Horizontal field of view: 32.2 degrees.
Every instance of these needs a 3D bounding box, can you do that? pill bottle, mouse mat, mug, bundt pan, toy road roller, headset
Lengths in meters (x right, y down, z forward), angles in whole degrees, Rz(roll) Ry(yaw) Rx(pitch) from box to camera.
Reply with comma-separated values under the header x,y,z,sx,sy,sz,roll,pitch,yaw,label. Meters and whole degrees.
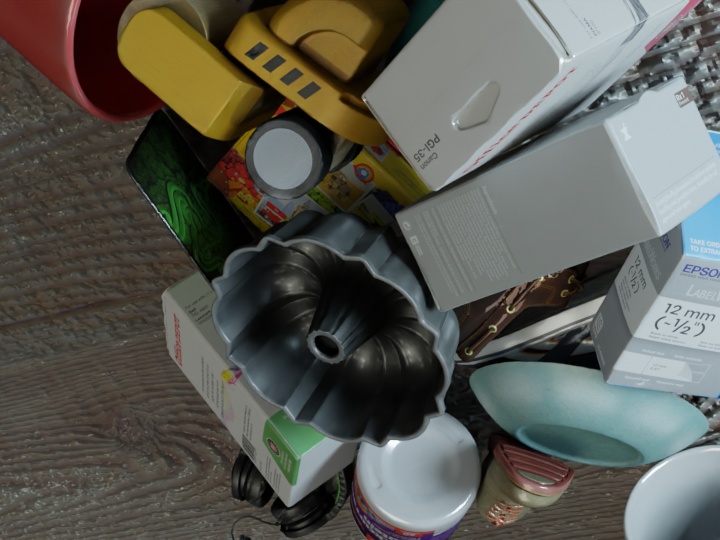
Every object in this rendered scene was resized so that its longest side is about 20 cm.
x,y,z,sx,sy,sz,roll,pitch,yaw,label
0.046,0.207,1.173,0.111,0.112,0.200,29,159,9,pill bottle
-0.139,-0.053,1.068,0.008,0.200,0.161,-31,108,11,mouse mat
0.335,0.251,1.054,0.200,0.148,0.176,-18,130,7,mug
-0.010,0.037,0.961,0.201,0.076,0.202,17,132,20,bundt pan
-0.056,-0.159,0.886,0.200,0.123,0.146,38,112,3,toy road roller
-0.091,0.245,1.331,0.123,0.094,0.200,36,124,2,headset

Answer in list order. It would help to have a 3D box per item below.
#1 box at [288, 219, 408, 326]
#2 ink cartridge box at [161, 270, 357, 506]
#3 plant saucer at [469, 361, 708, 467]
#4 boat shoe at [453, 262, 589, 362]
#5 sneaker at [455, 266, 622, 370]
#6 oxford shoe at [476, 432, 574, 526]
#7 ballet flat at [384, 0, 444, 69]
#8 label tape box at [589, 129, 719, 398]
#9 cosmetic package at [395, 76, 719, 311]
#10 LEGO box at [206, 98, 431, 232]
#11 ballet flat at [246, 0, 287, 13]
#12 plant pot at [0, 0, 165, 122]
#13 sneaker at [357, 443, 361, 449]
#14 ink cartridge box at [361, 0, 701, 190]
x,y,z,sx,sy,sz,roll,pitch,yaw,label
0.000,0.000,1.008,0.200,0.039,0.041,-24,112,42,box
-0.091,0.100,1.155,0.200,0.084,0.145,49,158,18,ink cartridge box
0.185,0.129,1.040,0.200,0.039,0.201,13,159,5,plant saucer
0.141,0.000,0.981,0.200,0.070,0.070,-37,80,29,boat shoe
0.166,0.062,1.037,0.200,0.078,0.080,-20,107,39,sneaker
0.138,0.191,1.083,0.070,0.200,0.075,20,89,4,oxford shoe
0.082,-0.195,0.897,0.069,0.069,0.200,34,135,3,ballet flat
0.271,0.005,0.893,0.143,0.066,0.200,9,134,-13,label tape box
0.133,-0.049,0.844,0.200,0.107,0.090,-18,99,48,cosmetic package
-0.006,-0.064,1.043,0.200,0.077,0.149,43,135,-6,LEGO box
-0.018,-0.209,0.961,0.200,0.057,0.067,-13,103,45,ballet flat
-0.220,-0.240,0.969,0.177,0.200,0.201,30,135,20,plant pot
-0.002,0.086,1.174,0.131,0.079,0.200,55,157,16,sneaker
0.118,-0.149,0.804,0.083,0.200,0.147,53,135,6,ink cartridge box
